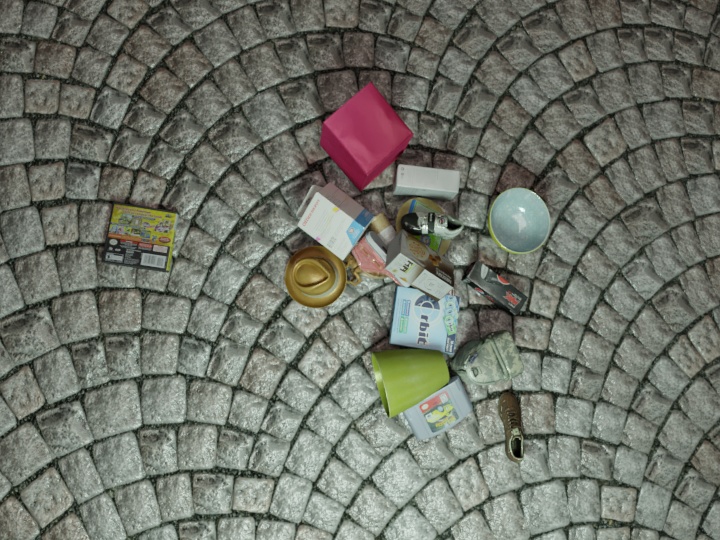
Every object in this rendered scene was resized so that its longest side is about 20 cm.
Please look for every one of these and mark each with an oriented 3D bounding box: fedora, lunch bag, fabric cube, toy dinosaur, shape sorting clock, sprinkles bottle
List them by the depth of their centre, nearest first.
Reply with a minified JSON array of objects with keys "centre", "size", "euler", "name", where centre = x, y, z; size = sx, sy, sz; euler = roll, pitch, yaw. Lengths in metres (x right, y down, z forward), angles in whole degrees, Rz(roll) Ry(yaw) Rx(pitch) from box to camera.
[{"centre":[0.361,0.269,1.610],"size":[0.165,0.200,0.142],"euler":[-24,84,-9],"name":"lunch bag"},{"centre":[-0.140,0.016,1.633],"size":[0.195,0.082,0.206],"euler":[-1,84,10],"name":"fedora"},{"centre":[0.014,-0.397,1.665],"size":[0.196,0.200,0.200],"euler":[-42,90,-10],"name":"fabric cube"},{"centre":[0.000,0.000,1.680],"size":[0.198,0.060,0.107],"euler":[34,79,-1],"name":"toy dinosaur"},{"centre":[0.098,-0.079,1.696],"size":[0.068,0.068,0.202],"euler":[-34,87,-9],"name":"sprinkles bottle"},{"centre":[0.196,-0.128,1.709],"size":[0.195,0.039,0.205],"euler":[6,72,-19],"name":"shape sorting clock"}]

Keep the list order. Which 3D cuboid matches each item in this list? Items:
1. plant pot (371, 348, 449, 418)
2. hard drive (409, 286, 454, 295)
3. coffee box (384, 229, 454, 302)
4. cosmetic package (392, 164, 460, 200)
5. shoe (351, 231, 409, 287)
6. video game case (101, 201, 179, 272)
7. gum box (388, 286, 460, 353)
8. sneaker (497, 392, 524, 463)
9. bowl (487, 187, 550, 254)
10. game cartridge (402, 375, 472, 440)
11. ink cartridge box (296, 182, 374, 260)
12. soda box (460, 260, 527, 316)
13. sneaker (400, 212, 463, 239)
[{"centre":[0.149,0.304,1.590],"size":[0.195,0.187,0.192],"euler":[-15,84,-7],"name":"plant pot"},{"centre":[0.223,0.131,1.697],"size":[0.136,0.038,0.206],"euler":[1,83,-5],"name":"hard drive"},{"centre":[0.174,-0.013,1.601],"size":[0.198,0.080,0.116],"euler":[32,39,-17],"name":"coffee box"},{"centre":[0.203,-0.273,1.716],"size":[0.195,0.102,0.076],"euler":[7,82,-3],"name":"cosmetic package"},{"centre":[0.062,-0.014,1.644],"size":[0.091,0.071,0.201],"euler":[-40,91,27],"name":"shoe"},{"centre":[-0.657,-0.099,1.646],"size":[0.195,0.026,0.186],"euler":[8,82,-4],"name":"video game case"},{"centre":[0.192,0.149,1.650],"size":[0.195,0.045,0.174],"euler":[10,81,-5],"name":"gum box"},{"centre":[0.466,0.473,1.656],"size":[0.069,0.076,0.205],"euler":[-7,84,-6],"name":"sneaker"},{"centre":[0.482,-0.146,1.722],"size":[0.195,0.108,0.206],"euler":[1,83,-5],"name":"bowl"},{"centre":[0.231,0.414,1.634],"size":[0.197,0.041,0.135],"euler":[-30,111,0],"name":"game cartridge"},{"centre":[-0.081,-0.157,1.636],"size":[0.199,0.125,0.129],"euler":[38,118,0],"name":"ink cartridge box"},{"centre":[0.417,0.055,1.713],"size":[0.198,0.063,0.071],"euler":[36,81,-1],"name":"soda box"},{"centre":[0.220,-0.146,1.655],"size":[0.195,0.088,0.076],"euler":[5,74,-18],"name":"sneaker"}]
